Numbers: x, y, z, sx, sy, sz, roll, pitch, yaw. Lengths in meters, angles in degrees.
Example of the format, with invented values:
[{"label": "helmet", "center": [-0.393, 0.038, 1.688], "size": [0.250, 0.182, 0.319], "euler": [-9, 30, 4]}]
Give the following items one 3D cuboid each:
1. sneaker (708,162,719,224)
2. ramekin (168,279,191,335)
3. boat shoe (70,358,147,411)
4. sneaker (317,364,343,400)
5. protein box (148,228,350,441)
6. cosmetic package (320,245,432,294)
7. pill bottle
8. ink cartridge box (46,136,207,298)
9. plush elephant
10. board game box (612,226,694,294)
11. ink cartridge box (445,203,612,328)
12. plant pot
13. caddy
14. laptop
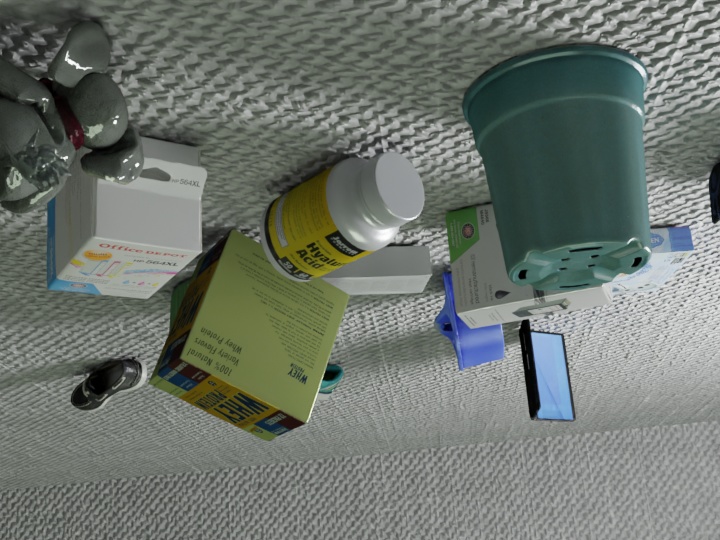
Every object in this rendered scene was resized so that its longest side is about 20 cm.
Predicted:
[{"label": "sneaker", "center": [0.485, -0.110, 1.288], "size": [0.076, 0.077, 0.200], "euler": [0, 162, 0]}, {"label": "ramekin", "center": [-0.206, 0.077, 1.621], "size": [0.196, 0.099, 0.200], "euler": [-5, 161, -2]}, {"label": "boat shoe", "center": [-0.498, 0.219, 1.998], "size": [0.198, 0.075, 0.060], "euler": [-21, 156, 31]}, {"label": "sneaker", "center": [-0.122, 0.213, 2.114], "size": [0.198, 0.078, 0.080], "euler": [5, 140, -40]}, {"label": "protein box", "center": [-0.151, 0.093, 1.428], "size": [0.197, 0.202, 0.135], "euler": [29, 149, -18]}, {"label": "cosmetic package", "center": [0.000, 0.000, 1.523], "size": [0.196, 0.052, 0.083], "euler": [-1, 163, -9]}, {"label": "pill bottle", "center": [-0.021, -0.067, 1.232], "size": [0.110, 0.113, 0.199], "euler": [12, 154, -40]}, {"label": "ink cartridge box", "center": [-0.262, -0.062, 1.159], "size": [0.127, 0.127, 0.199], "euler": [6, 159, -30]}, {"label": "plush elephant", "center": [-0.281, -0.138, 0.933], "size": [0.198, 0.167, 0.154], "euler": [20, -141, 34]}, {"label": "board game box", "center": [0.387, -0.009, 1.608], "size": [0.195, 0.044, 0.200], "euler": [-5, 161, -3]}, {"label": "ink cartridge box", "center": [0.223, -0.017, 1.381], "size": [0.197, 0.148, 0.084], "euler": [-12, 159, 18]}, {"label": "plant pot", "center": [0.213, -0.094, 1.079], "size": [0.196, 0.200, 0.201], "euler": [-4, 162, -1]}, {"label": "caddy", "center": [0.167, 0.079, 1.657], "size": [0.103, 0.144, 0.200], "euler": [-10, 160, 5]}, {"label": "laptop", "center": [0.359, 0.185, 1.955], "size": [0.101, 0.180, 0.200], "euler": [-6, 162, 1]}]
